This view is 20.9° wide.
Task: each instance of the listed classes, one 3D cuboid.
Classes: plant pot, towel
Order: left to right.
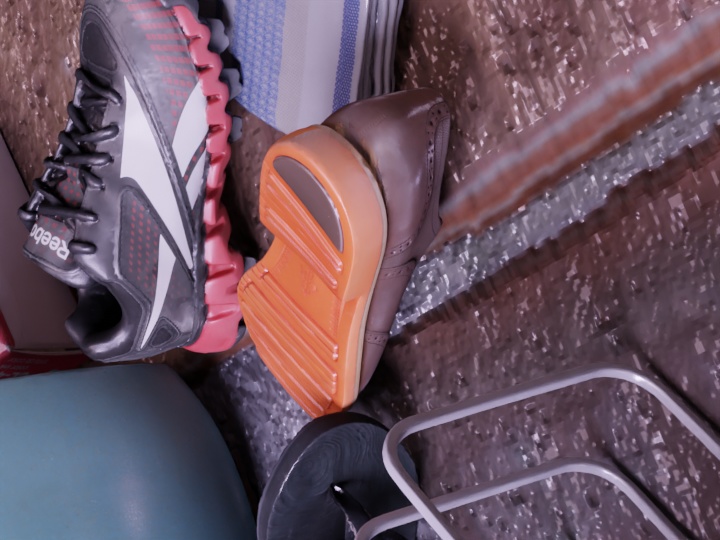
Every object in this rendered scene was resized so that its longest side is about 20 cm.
[{"bbox_3d":[-0.139,0.130,0.910,0.201,0.200,0.161,-15,81,53],"label":"plant pot"},{"bbox_3d":[-0.047,-0.142,0.833,0.200,0.024,0.147,36,130,42],"label":"towel"}]

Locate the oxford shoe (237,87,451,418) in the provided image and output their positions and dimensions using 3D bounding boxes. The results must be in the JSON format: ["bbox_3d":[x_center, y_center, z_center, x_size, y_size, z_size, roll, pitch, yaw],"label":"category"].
[{"bbox_3d":[0.000,0.000,0.793,0.071,0.073,0.200,48,154,16],"label":"oxford shoe"}]

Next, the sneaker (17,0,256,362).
[{"bbox_3d":[-0.104,-0.044,0.855,0.071,0.098,0.201,30,132,48],"label":"sneaker"}]

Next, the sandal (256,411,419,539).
[{"bbox_3d":[0.000,0.147,0.833,0.048,0.075,0.201,37,138,45],"label":"sandal"}]

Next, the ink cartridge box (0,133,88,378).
[{"bbox_3d":[-0.260,0.029,1.046,0.200,0.086,0.148,-33,75,21],"label":"ink cartridge box"}]

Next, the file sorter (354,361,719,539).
[{"bbox_3d":[0.061,0.153,0.703,0.125,0.139,0.200,47,134,35],"label":"file sorter"}]
